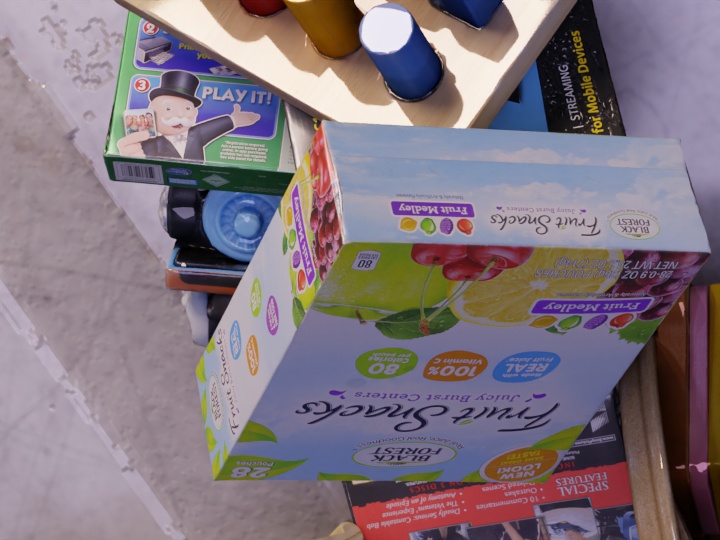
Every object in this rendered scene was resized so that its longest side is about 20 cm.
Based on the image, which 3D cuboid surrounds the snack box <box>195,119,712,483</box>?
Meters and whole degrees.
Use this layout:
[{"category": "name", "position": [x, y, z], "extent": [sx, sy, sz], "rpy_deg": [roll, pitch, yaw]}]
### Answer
[{"category": "snack box", "position": [0.036, 0.020, 1.253], "extent": [0.168, 0.068, 0.200], "rpy_deg": [1, 148, -20]}]

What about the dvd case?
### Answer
[{"category": "dvd case", "position": [0.078, 0.156, 1.446], "extent": [0.146, 0.022, 0.200], "rpy_deg": [-11, 112, 11]}]

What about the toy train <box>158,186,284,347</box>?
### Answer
[{"category": "toy train", "position": [0.000, 0.000, 1.395], "extent": [0.200, 0.087, 0.114], "rpy_deg": [4, 112, 3]}]

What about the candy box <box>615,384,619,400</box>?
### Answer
[{"category": "candy box", "position": [0.180, 0.093, 1.437], "extent": [0.200, 0.026, 0.102], "rpy_deg": [11, 109, 1]}]

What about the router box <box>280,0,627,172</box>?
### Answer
[{"category": "router box", "position": [0.033, -0.105, 1.312], "extent": [0.149, 0.051, 0.200], "rpy_deg": [-11, 66, -2]}]

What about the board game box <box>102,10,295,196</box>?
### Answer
[{"category": "board game box", "position": [-0.013, -0.099, 1.355], "extent": [0.200, 0.029, 0.135], "rpy_deg": [6, 65, 3]}]

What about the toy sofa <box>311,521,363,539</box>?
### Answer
[{"category": "toy sofa", "position": [0.022, 0.225, 1.400], "extent": [0.200, 0.098, 0.083], "rpy_deg": [52, 119, 21]}]

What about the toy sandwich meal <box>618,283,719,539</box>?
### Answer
[{"category": "toy sandwich meal", "position": [0.169, 0.108, 1.337], "extent": [0.070, 0.205, 0.205], "rpy_deg": [-10, 105, 9]}]

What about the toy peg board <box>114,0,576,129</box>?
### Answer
[{"category": "toy peg board", "position": [0.002, -0.177, 1.250], "extent": [0.199, 0.098, 0.200], "rpy_deg": [31, 82, 26]}]
